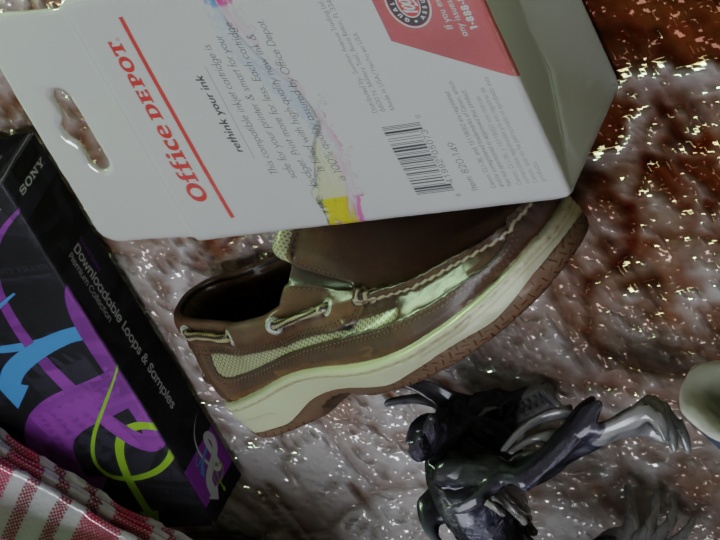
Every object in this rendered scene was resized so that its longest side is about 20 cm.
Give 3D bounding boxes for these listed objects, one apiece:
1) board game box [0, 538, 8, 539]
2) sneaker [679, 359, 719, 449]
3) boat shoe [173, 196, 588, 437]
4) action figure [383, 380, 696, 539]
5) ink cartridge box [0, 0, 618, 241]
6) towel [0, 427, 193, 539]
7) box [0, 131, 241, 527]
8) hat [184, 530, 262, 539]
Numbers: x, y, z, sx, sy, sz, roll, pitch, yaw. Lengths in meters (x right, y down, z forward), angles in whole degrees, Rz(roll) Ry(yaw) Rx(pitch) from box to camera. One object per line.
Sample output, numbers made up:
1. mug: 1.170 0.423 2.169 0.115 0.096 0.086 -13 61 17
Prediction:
1. board game box: -0.125 0.189 1.272 0.199 0.040 0.153 11 128 5
2. sneaker: 0.188 0.026 1.057 0.090 0.067 0.200 30 142 -11
3. boat shoe: -0.003 0.004 1.132 0.075 0.075 0.202 47 135 -13
4. action figure: 0.088 0.103 1.165 0.200 0.102 0.119 54 174 23
5. ink cartridge box: -0.024 -0.079 1.063 0.200 0.068 0.117 -6 129 29
6. towel: -0.152 0.134 1.305 0.200 0.030 0.147 31 129 4
7. box: -0.156 0.032 1.266 0.143 0.036 0.200 -6 128 32
8. hat: -0.038 0.212 1.352 0.200 0.081 0.201 15 137 15
